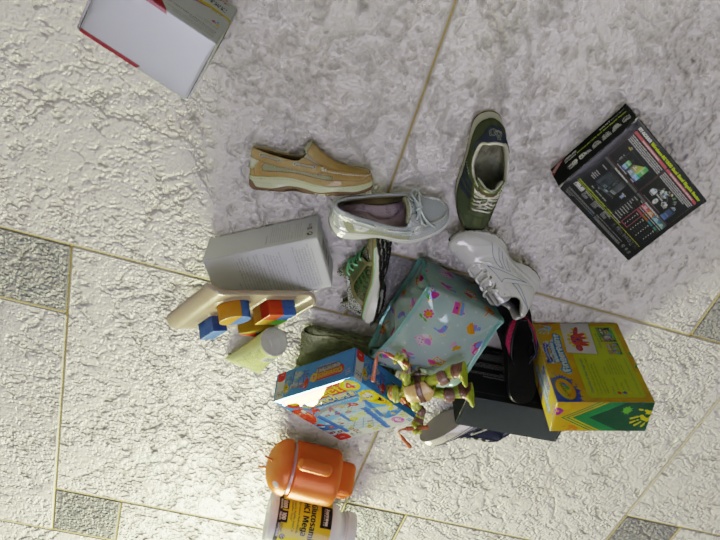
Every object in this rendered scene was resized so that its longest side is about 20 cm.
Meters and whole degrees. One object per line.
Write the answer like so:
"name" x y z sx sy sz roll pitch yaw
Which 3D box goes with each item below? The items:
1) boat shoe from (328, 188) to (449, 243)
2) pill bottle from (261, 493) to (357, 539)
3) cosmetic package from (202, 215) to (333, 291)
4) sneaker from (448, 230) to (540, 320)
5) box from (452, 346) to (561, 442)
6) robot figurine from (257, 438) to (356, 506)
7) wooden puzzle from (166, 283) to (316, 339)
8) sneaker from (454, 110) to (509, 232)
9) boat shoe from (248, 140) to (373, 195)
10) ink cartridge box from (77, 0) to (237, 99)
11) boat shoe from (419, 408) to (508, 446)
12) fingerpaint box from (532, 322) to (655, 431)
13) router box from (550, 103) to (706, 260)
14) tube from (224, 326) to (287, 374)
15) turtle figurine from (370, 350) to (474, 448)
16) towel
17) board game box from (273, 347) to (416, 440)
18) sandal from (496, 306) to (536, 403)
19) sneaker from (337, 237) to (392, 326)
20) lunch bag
"boat shoe" 0.049 -0.089 1.057 0.197 0.076 0.065 0 159 -10
"pill bottle" -0.111 0.561 1.479 0.195 0.113 0.114 13 123 -9
"cosmetic package" -0.152 -0.014 1.126 0.195 0.072 0.103 -11 124 7
"sneaker" 0.223 0.005 1.121 0.198 0.088 0.074 34 146 -19
"box" 0.270 0.223 1.241 0.195 0.142 0.080 12 123 -7
"robot figurine" -0.111 0.416 1.383 0.196 0.144 0.119 16 100 -11
"wooden puzzle" -0.198 0.077 1.118 0.197 0.047 0.184 7 156 -37
"sneaker" 0.188 -0.134 1.037 0.065 0.091 0.204 2 124 -2
"boat shoe" -0.076 -0.161 1.037 0.195 0.072 0.078 2 108 -3
"ink cartridge box" -0.246 -0.319 0.850 0.144 0.202 0.083 30 117 -19
"boat shoe" 0.221 0.318 1.342 0.198 0.075 0.093 -31 111 18
"fingerpaint box" 0.394 0.184 1.180 0.162 0.202 0.075 0 125 -1
"router box" 0.418 -0.135 1.054 0.199 0.063 0.149 39 116 -22
"tube" -0.188 0.151 1.215 0.059 0.051 0.200 61 148 7
"turtle figurine" 0.112 0.211 1.150 0.158 0.065 0.204 -10 111 19
"towel" -0.026 0.176 1.273 0.195 0.037 0.151 11 124 -8
"board game box" -0.024 0.234 1.239 0.197 0.057 0.195 -23 135 34
"sandal" 0.278 0.127 1.170 0.073 0.205 0.045 -3 169 -16
"sneaker" 0.000 0.000 1.144 0.087 0.077 0.204 13 119 12
"lunch bag" 0.125 0.106 1.177 0.168 0.123 0.202 23 118 -16
